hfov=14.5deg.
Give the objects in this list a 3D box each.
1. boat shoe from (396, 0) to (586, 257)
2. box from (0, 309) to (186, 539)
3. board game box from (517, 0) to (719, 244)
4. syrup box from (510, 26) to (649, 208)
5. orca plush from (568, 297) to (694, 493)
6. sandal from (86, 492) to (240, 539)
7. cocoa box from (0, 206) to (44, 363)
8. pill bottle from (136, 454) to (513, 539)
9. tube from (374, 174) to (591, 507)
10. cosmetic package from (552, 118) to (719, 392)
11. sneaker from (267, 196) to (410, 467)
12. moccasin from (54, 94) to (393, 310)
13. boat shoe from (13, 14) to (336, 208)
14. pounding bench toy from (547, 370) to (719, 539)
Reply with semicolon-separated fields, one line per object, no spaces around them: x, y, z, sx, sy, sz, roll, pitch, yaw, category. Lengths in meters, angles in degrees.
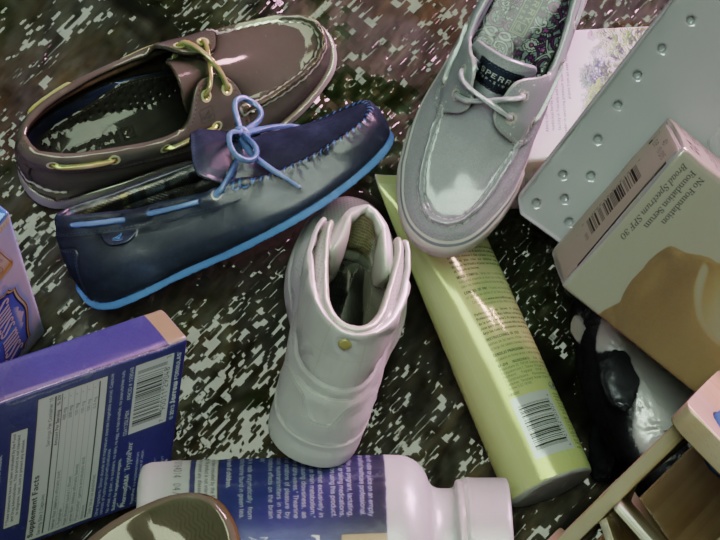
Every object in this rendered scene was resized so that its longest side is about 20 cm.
0.073;-0.106;1.548;0.070;0.072;0.201;22;77;7;boat shoe
-0.188;0.100;1.500;0.200;0.121;0.032;-20;48;-31;box
0.221;-0.059;1.564;0.200;0.026;0.200;35;103;-11;board game box
0.160;-0.089;1.622;0.199;0.081;0.079;-4;71;0;syrup box
0.165;0.100;1.583;0.200;0.071;0.105;53;34;5;orca plush
-0.149;0.180;1.434;0.200;0.054;0.081;-26;79;-7;sandal
-0.266;0.013;1.522;0.133;0.200;0.131;36;74;11;cocoa box
-0.019;0.155;1.522;0.199;0.111;0.111;-2;71;-1;pill bottle
0.069;0.034;1.596;0.052;0.058;0.201;-21;74;-5;tube
0.212;0.022;1.537;0.200;0.071;0.105;37;103;-11;cosmetic package
0.000;0.000;1.537;0.073;0.116;0.200;14;39;-6;sneaker
-0.079;-0.047;1.587;0.200;0.080;0.068;-29;107;0;moccasin
-0.105;-0.098;1.635;0.201;0.060;0.072;-25;72;-8;boat shoe
0.205;0.171;1.454;0.200;0.124;0.156;46;105;6;pounding bench toy
